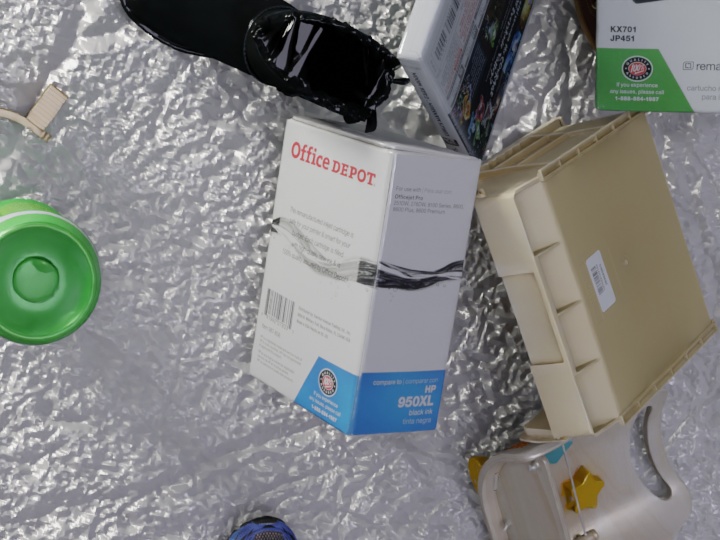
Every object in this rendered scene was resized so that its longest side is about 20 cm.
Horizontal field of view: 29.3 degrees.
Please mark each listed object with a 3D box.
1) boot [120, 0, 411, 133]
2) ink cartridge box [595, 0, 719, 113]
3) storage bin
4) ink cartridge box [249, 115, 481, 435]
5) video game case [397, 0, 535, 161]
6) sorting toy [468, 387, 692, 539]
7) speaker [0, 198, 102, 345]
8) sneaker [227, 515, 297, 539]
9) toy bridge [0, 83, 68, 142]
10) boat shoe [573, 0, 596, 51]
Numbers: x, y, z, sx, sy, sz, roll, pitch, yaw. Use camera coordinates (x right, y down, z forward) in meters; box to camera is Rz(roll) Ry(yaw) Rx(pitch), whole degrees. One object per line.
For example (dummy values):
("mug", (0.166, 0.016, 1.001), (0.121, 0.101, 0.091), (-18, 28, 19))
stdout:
("boot", (-0.070, -0.165, 0.968), (0.197, 0.162, 0.074), (24, 96, -18))
("ink cartridge box", (0.248, -0.222, 1.009), (0.145, 0.083, 0.202), (3, 109, 19))
("storage bin", (0.166, 0.000, 1.051), (0.198, 0.093, 0.202), (-32, 107, -45))
("ink cartridge box", (0.000, 0.000, 0.998), (0.084, 0.144, 0.202), (1, 104, -35))
("video game case", (0.088, -0.199, 1.005), (0.023, 0.182, 0.202), (13, 74, 22))
("sorting toy", (0.197, 0.183, 1.127), (0.179, 0.107, 0.202), (-26, 111, -24))
("speaker", (-0.222, -0.003, 0.917), (0.088, 0.200, 0.089), (-2, 96, -17))
("sneaker", (-0.068, 0.289, 1.059), (0.075, 0.078, 0.202), (-3, 96, -18))
("toy bridge", (-0.300, -0.153, 0.969), (0.200, 0.027, 0.067), (38, 86, -17))
("boat shoe", (0.203, -0.239, 1.099), (0.070, 0.070, 0.201), (-34, 105, -13))
